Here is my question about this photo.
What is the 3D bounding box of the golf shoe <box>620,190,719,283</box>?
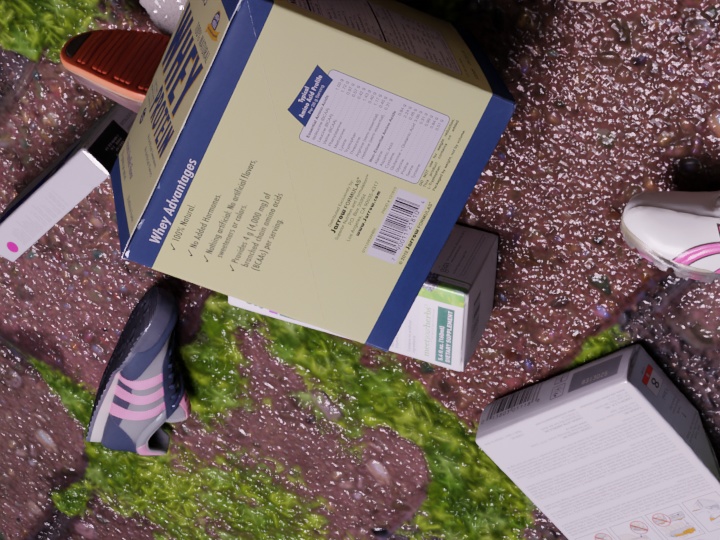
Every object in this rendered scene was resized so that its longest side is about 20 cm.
[{"bbox_3d":[0.277,-0.037,1.282,0.198,0.073,0.093,8,126,11],"label":"golf shoe"}]

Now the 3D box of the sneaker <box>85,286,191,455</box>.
[{"bbox_3d":[-0.176,0.090,1.642,0.081,0.071,0.201,20,138,-10],"label":"sneaker"}]

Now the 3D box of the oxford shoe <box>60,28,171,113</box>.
[{"bbox_3d":[-0.131,-0.117,1.391,0.198,0.071,0.073,23,137,11],"label":"oxford shoe"}]

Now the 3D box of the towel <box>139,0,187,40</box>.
[{"bbox_3d":[-0.069,-0.153,1.396,0.132,0.035,0.201,-21,114,38],"label":"towel"}]

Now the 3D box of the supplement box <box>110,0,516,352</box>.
[{"bbox_3d":[-0.038,-0.087,1.272,0.198,0.135,0.201,20,111,-20],"label":"supplement box"}]

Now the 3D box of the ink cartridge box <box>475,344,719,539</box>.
[{"bbox_3d":[0.213,0.159,1.501,0.161,0.050,0.200,-26,120,39],"label":"ink cartridge box"}]

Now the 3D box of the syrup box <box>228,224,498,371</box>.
[{"bbox_3d":[0.000,0.000,1.451,0.198,0.082,0.079,15,131,15],"label":"syrup box"}]

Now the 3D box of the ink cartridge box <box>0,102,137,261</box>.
[{"bbox_3d":[-0.240,-0.068,1.515,0.037,0.095,0.199,45,133,-14],"label":"ink cartridge box"}]

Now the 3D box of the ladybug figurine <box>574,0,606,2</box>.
[{"bbox_3d":[0.130,-0.261,1.172,0.134,0.072,0.202,3,127,27],"label":"ladybug figurine"}]
